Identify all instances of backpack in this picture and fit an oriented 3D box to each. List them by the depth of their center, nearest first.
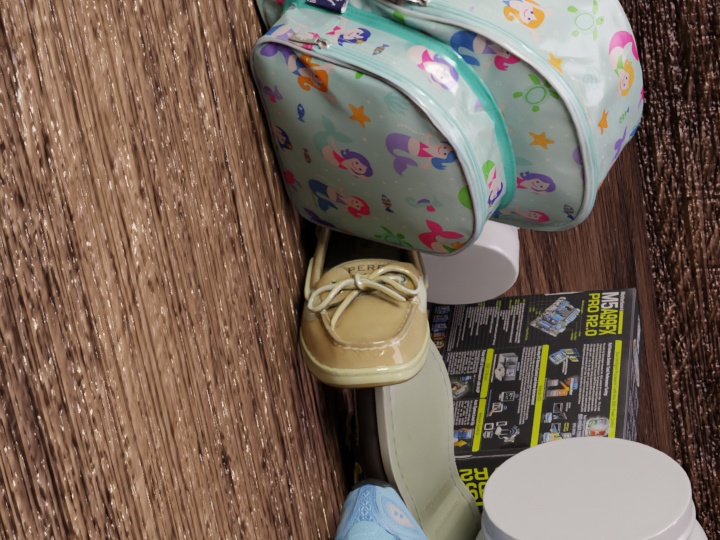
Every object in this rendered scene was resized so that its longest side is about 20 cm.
[{"bbox_3d":[0.046,-0.100,1.478,0.178,0.199,0.151,76,34,-46],"label":"backpack"}]

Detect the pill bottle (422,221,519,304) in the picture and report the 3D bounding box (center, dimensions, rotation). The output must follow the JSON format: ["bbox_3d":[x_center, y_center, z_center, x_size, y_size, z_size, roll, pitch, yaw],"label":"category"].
[{"bbox_3d":[0.060,-0.085,1.767,0.111,0.110,0.201,67,21,-59],"label":"pill bottle"}]

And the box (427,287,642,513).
[{"bbox_3d":[0.098,0.083,1.770,0.200,0.159,0.044,-77,161,-60],"label":"box"}]

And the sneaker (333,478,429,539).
[{"bbox_3d":[0.030,0.192,1.596,0.200,0.078,0.090,74,11,-50],"label":"sneaker"}]

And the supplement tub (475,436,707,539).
[{"bbox_3d":[0.139,0.216,1.639,0.146,0.145,0.201,-75,162,-60],"label":"supplement tub"}]

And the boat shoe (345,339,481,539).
[{"bbox_3d":[0.021,0.111,1.628,0.072,0.060,0.202,-47,135,-38],"label":"boat shoe"}]

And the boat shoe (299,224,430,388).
[{"bbox_3d":[0.003,-0.001,1.528,0.201,0.073,0.063,-81,166,-62],"label":"boat shoe"}]
